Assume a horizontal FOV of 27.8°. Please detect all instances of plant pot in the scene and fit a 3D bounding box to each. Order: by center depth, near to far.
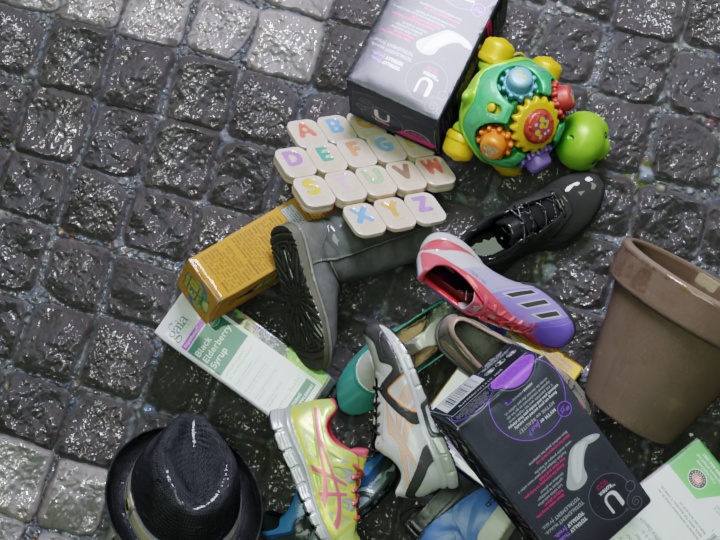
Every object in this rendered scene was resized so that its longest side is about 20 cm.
[{"bbox_3d":[0.333,0.087,1.587,0.199,0.200,0.176,31,102,9],"label":"plant pot"}]

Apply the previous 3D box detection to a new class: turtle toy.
[{"bbox_3d":[0.195,-0.169,1.652,0.198,0.101,0.147,14,103,-33],"label":"turtle toy"}]

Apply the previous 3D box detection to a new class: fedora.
[{"bbox_3d":[-0.187,0.230,1.601,0.198,0.092,0.202,12,43,-11],"label":"fedora"}]

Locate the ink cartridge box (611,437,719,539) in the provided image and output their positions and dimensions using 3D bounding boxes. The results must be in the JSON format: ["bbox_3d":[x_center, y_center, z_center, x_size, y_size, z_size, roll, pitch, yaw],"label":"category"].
[{"bbox_3d":[0.334,0.303,1.593,0.199,0.084,0.146,-38,79,-1],"label":"ink cartridge box"}]

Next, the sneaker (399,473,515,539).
[{"bbox_3d":[0.081,0.322,1.622,0.111,0.077,0.201,32,96,19],"label":"sneaker"}]

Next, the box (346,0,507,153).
[{"bbox_3d":[0.080,-0.259,1.679,0.121,0.106,0.201,25,76,9],"label":"box"}]

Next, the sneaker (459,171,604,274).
[{"bbox_3d":[0.192,-0.050,1.658,0.199,0.091,0.076,-33,78,-1],"label":"sneaker"}]

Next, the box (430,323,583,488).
[{"bbox_3d":[0.149,0.158,1.656,0.119,0.041,0.201,35,84,9],"label":"box"}]

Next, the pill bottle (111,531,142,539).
[{"bbox_3d":[-0.282,0.390,1.625,0.112,0.112,0.200,40,87,10],"label":"pill bottle"}]

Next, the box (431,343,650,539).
[{"bbox_3d":[0.186,0.194,1.521,0.122,0.106,0.201,-39,101,-8],"label":"box"}]

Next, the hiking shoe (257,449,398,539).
[{"bbox_3d":[-0.030,0.250,1.641,0.200,0.074,0.087,-42,81,-2],"label":"hiking shoe"}]

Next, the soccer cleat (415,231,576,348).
[{"bbox_3d":[0.146,0.035,1.600,0.199,0.073,0.068,33,124,-5],"label":"soccer cleat"}]

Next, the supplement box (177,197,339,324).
[{"bbox_3d":[-0.109,-0.020,1.648,0.199,0.067,0.069,-34,79,-33],"label":"supplement box"}]

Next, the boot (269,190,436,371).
[{"bbox_3d":[0.002,0.001,1.645,0.072,0.199,0.184,4,106,47],"label":"boot"}]

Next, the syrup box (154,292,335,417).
[{"bbox_3d":[-0.131,0.100,1.670,0.199,0.081,0.079,35,85,8],"label":"syrup box"}]

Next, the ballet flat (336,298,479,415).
[{"bbox_3d":[0.050,0.091,1.659,0.199,0.070,0.068,-36,81,0],"label":"ballet flat"}]

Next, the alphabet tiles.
[{"bbox_3d":[0.006,-0.115,1.656,0.198,0.015,0.196,-11,49,-27],"label":"alphabet tiles"}]

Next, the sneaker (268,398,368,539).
[{"bbox_3d":[-0.025,0.229,1.574,0.090,0.078,0.202,-23,86,-4],"label":"sneaker"}]

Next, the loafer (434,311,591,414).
[{"bbox_3d":[0.170,0.114,1.601,0.199,0.063,0.072,33,82,-1],"label":"loafer"}]

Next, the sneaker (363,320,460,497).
[{"bbox_3d":[0.039,0.154,1.584,0.079,0.074,0.202,-21,86,0],"label":"sneaker"}]
